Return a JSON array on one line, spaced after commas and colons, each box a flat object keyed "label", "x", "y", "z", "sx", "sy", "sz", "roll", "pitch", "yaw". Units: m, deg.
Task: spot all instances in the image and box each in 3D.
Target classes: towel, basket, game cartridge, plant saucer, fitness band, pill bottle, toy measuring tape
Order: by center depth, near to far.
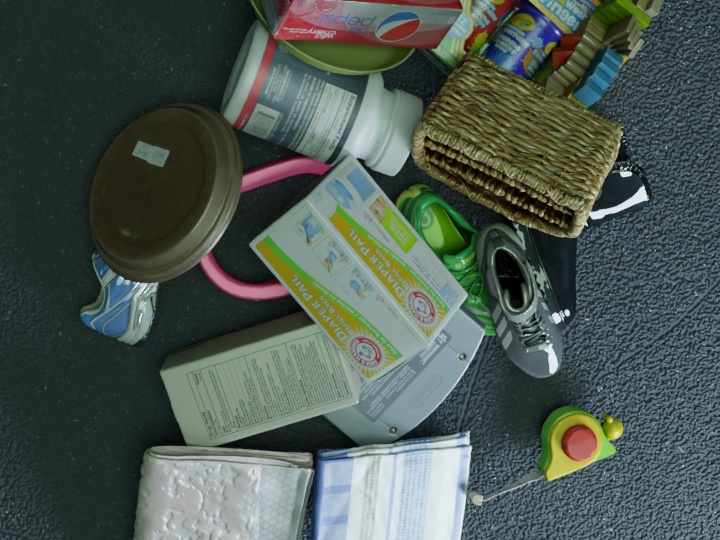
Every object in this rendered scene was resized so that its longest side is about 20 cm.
[{"label": "plant saucer", "x": -0.210, "y": -0.086, "z": 1.561, "sx": 0.201, "sy": 0.200, "sz": 0.029, "roll": -57, "pitch": 143, "yaw": 2}, {"label": "basket", "x": 0.151, "y": -0.104, "z": 1.566, "sx": 0.199, "sy": 0.149, "sz": 0.143, "roll": 27, "pitch": 138, "yaw": 6}, {"label": "plant saucer", "x": -0.033, "y": -0.276, "z": 1.579, "sx": 0.198, "sy": 0.201, "sz": 0.031, "roll": 20, "pitch": 139, "yaw": -13}, {"label": "pill bottle", "x": -0.040, "y": -0.179, "z": 1.602, "sx": 0.198, "sy": 0.120, "sz": 0.121, "roll": 20, "pitch": 95, "yaw": -13}, {"label": "fitness band", "x": -0.088, "y": -0.047, "z": 1.656, "sx": 0.198, "sy": 0.037, "sz": 0.145, "roll": -19, "pitch": 101, "yaw": -8}, {"label": "towel", "x": -0.157, "y": 0.285, "z": 1.661, "sx": 0.189, "sy": 0.032, "sz": 0.202, "roll": 4, "pitch": 118, "yaw": -14}, {"label": "game cartridge", "x": 0.040, "y": 0.104, "z": 1.683, "sx": 0.133, "sy": 0.040, "sz": 0.200, "roll": 41, "pitch": 103, "yaw": -6}, {"label": "towel", "x": 0.034, "y": 0.259, "z": 1.699, "sx": 0.198, "sy": 0.024, "sz": 0.148, "roll": -5, "pitch": 110, "yaw": -26}, {"label": "toy measuring tape", "x": 0.211, "y": 0.206, "z": 1.733, "sx": 0.198, "sy": 0.074, "sz": 0.074, "roll": -20, "pitch": 102, "yaw": -7}]

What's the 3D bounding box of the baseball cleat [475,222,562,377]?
[{"label": "baseball cleat", "x": 0.172, "y": 0.049, "z": 1.622, "sx": 0.069, "sy": 0.107, "sz": 0.201, "roll": -24, "pitch": 114, "yaw": 8}]

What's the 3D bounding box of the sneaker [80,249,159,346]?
[{"label": "sneaker", "x": -0.247, "y": -0.020, "z": 1.611, "sx": 0.076, "sy": 0.076, "sz": 0.202, "roll": 13, "pitch": 94, "yaw": -15}]

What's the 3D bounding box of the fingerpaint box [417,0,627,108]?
[{"label": "fingerpaint box", "x": 0.180, "y": -0.255, "z": 1.653, "sx": 0.200, "sy": 0.073, "sz": 0.167, "roll": 40, "pitch": 90, "yaw": -14}]

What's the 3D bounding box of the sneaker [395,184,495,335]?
[{"label": "sneaker", "x": 0.108, "y": -0.005, "z": 1.672, "sx": 0.074, "sy": 0.084, "sz": 0.201, "roll": -39, "pitch": 104, "yaw": -7}]

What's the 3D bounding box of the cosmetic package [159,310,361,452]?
[{"label": "cosmetic package", "x": -0.108, "y": 0.117, "z": 1.636, "sx": 0.198, "sy": 0.071, "sz": 0.106, "roll": -16, "pitch": 104, "yaw": 7}]

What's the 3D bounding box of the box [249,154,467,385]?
[{"label": "box", "x": 0.000, "y": 0.000, "z": 1.568, "sx": 0.200, "sy": 0.113, "sz": 0.101, "roll": 49, "pitch": 129, "yaw": -7}]

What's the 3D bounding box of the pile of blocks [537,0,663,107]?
[{"label": "pile of blocks", "x": 0.248, "y": -0.240, "z": 1.588, "sx": 0.062, "sy": 0.082, "sz": 0.201, "roll": 33, "pitch": 92, "yaw": -17}]

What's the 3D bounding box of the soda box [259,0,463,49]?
[{"label": "soda box", "x": 0.001, "y": -0.275, "z": 1.526, "sx": 0.198, "sy": 0.070, "sz": 0.064, "roll": -2, "pitch": 61, "yaw": -29}]

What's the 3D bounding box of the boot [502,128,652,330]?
[{"label": "boot", "x": 0.256, "y": -0.049, "z": 1.696, "sx": 0.167, "sy": 0.076, "sz": 0.202, "roll": -21, "pitch": 96, "yaw": -2}]
